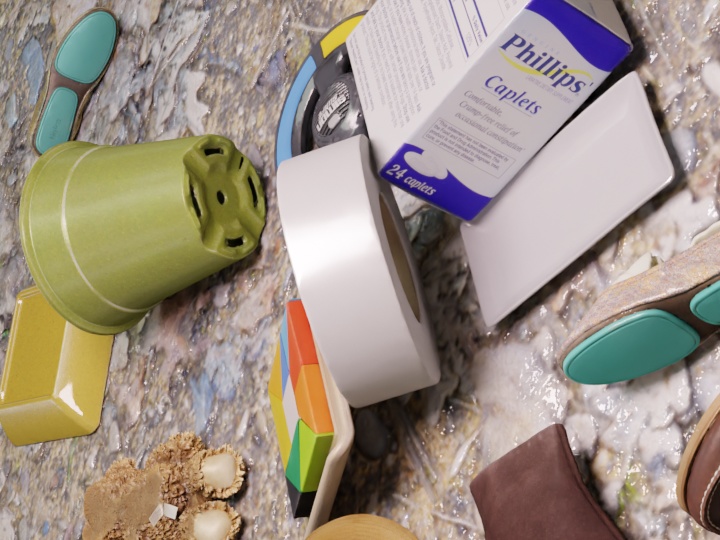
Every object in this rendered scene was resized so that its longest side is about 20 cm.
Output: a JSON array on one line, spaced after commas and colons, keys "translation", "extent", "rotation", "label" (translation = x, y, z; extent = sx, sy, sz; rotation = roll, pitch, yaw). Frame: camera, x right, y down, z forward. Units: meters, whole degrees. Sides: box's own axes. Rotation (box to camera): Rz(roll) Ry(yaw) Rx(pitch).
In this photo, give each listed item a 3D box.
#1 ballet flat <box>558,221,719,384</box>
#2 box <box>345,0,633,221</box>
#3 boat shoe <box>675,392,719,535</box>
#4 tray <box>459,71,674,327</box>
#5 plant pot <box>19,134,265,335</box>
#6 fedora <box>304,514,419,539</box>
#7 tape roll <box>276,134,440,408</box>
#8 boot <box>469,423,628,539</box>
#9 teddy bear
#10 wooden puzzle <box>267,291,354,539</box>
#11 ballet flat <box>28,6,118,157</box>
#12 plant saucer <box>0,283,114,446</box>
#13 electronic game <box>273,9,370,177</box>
[{"translation": [0.215, 0.013, 1.017], "extent": [0.199, 0.068, 0.068], "rotation": [-28, 40, 34], "label": "ballet flat"}, {"translation": [0.095, -0.179, 1.216], "extent": [0.200, 0.104, 0.185], "rotation": [-47, 35, 29], "label": "box"}, {"translation": [0.264, 0.080, 0.917], "extent": [0.201, 0.070, 0.070], "rotation": [-60, 33, 14], "label": "boat shoe"}, {"translation": [0.156, -0.049, 1.162], "extent": [0.200, 0.022, 0.108], "rotation": [-42, 44, 34], "label": "tray"}, {"translation": [-0.199, -0.053, 1.518], "extent": [0.188, 0.199, 0.203], "rotation": [-15, 62, 34], "label": "plant pot"}, {"translation": [0.007, 0.283, 1.151], "extent": [0.199, 0.081, 0.203], "rotation": [-23, 56, 39], "label": "fedora"}, {"translation": [0.000, 0.000, 1.191], "extent": [0.070, 0.203, 0.204], "rotation": [-18, 53, 9], "label": "tape roll"}, {"translation": [0.147, 0.175, 1.022], "extent": [0.200, 0.072, 0.168], "rotation": [-41, 48, 40], "label": "boot"}, {"translation": [-0.177, 0.223, 1.449], "extent": [0.199, 0.066, 0.147], "rotation": [-31, 60, 33], "label": "teddy bear"}, {"translation": [-0.047, 0.113, 1.273], "extent": [0.186, 0.037, 0.202], "rotation": [105, 161, -50], "label": "wooden puzzle"}, {"translation": [-0.359, -0.233, 1.896], "extent": [0.070, 0.070, 0.202], "rotation": [29, 98, 54], "label": "ballet flat"}, {"translation": [-0.350, 0.088, 1.742], "extent": [0.199, 0.048, 0.203], "rotation": [-15, 62, 49], "label": "plant saucer"}, {"translation": [-0.016, -0.144, 1.416], "extent": [0.199, 0.041, 0.203], "rotation": [-27, 54, 43], "label": "electronic game"}]
